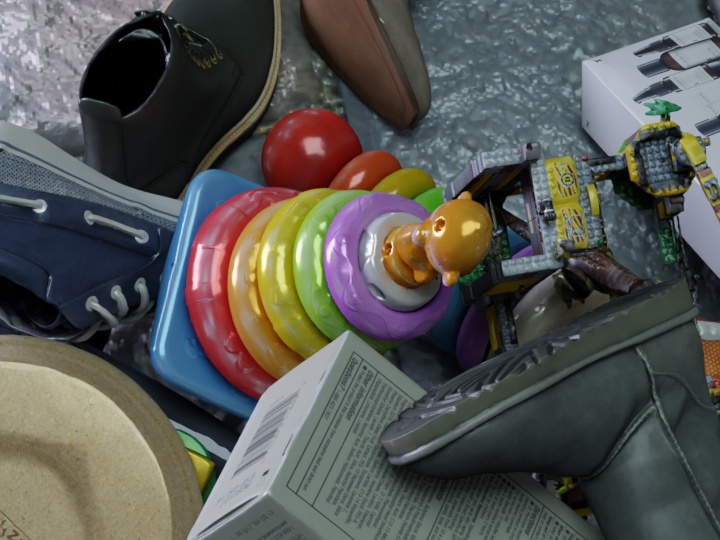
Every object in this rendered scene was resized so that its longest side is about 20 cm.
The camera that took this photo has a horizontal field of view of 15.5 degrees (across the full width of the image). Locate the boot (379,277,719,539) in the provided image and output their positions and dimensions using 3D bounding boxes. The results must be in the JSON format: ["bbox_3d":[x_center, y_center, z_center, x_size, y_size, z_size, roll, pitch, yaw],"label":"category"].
[{"bbox_3d":[0.118,0.121,1.140,0.181,0.073,0.201,-23,95,-26],"label":"boot"}]

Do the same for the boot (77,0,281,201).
[{"bbox_3d":[-0.090,-0.115,1.373,0.077,0.138,0.200,16,59,7],"label":"boot"}]

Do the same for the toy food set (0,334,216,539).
[{"bbox_3d":[-0.168,0.132,1.256,0.197,0.049,0.201,26,83,4],"label":"toy food set"}]

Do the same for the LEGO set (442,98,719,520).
[{"bbox_3d":[0.117,0.014,1.234,0.153,0.116,0.201,0,82,-9],"label":"LEGO set"}]

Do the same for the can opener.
[{"bbox_3d":[-0.124,0.060,1.314,0.200,0.063,0.079,32,75,13],"label":"can opener"}]

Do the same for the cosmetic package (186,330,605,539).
[{"bbox_3d":[0.034,0.132,1.158,0.200,0.073,0.104,41,48,-13],"label":"cosmetic package"}]

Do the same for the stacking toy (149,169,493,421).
[{"bbox_3d":[0.000,0.000,1.232,0.110,0.200,0.116,24,65,-29],"label":"stacking toy"}]

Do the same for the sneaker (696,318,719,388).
[{"bbox_3d":[0.222,0.063,1.340,0.199,0.073,0.077,-3,76,3],"label":"sneaker"}]

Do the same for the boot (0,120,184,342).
[{"bbox_3d":[-0.124,0.007,1.305,0.199,0.073,0.091,23,47,-23],"label":"boot"}]

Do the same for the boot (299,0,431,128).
[{"bbox_3d":[0.023,-0.188,1.467,0.146,0.070,0.200,-29,80,-32],"label":"boot"}]

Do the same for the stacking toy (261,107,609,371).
[{"bbox_3d":[0.030,-0.019,1.365,0.200,0.085,0.085,39,65,23],"label":"stacking toy"}]

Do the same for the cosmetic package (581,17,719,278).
[{"bbox_3d":[0.197,-0.051,1.365,0.082,0.051,0.200,-21,44,-16],"label":"cosmetic package"}]
